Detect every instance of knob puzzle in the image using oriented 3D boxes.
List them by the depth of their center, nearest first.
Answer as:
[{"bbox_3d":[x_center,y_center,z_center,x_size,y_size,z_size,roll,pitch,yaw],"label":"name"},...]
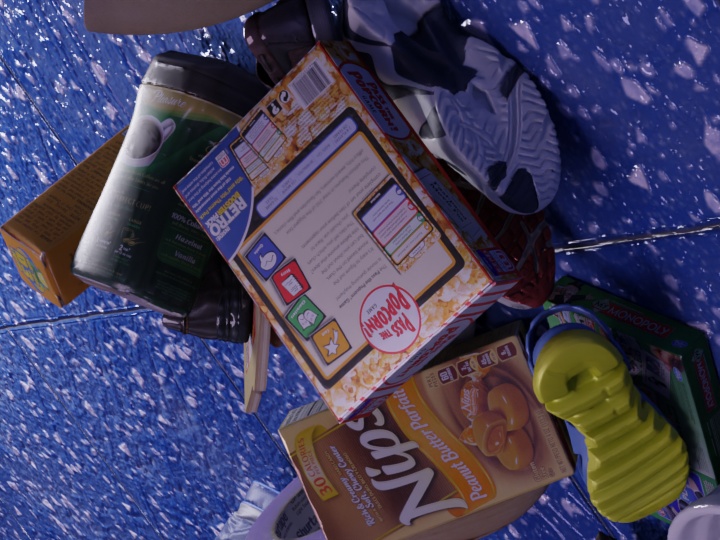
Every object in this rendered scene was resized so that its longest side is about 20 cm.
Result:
[{"bbox_3d":[-0.073,0.001,1.851,0.220,0.030,0.222,-179,90,-83],"label":"knob puzzle"}]

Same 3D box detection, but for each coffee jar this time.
[{"bbox_3d":[-0.147,-0.071,1.801,0.085,0.201,0.104,24,175,-40],"label":"coffee jar"}]

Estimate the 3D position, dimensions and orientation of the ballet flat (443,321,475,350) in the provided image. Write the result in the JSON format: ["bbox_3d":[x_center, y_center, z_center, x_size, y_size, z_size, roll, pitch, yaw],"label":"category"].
[{"bbox_3d":[0.048,0.058,1.809,0.069,0.069,0.201,40,154,18],"label":"ballet flat"}]

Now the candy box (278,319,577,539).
[{"bbox_3d":[0.052,0.129,1.738,0.055,0.199,0.116,-55,-58,-76],"label":"candy box"}]

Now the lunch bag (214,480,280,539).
[{"bbox_3d":[-0.055,0.292,2.246,0.199,0.133,0.136,24,162,41],"label":"lunch bag"}]

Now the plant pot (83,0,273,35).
[{"bbox_3d":[-0.096,-0.244,1.506,0.133,0.202,0.201,10,151,-2],"label":"plant pot"}]

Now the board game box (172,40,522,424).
[{"bbox_3d":[-0.011,-0.025,1.511,0.151,0.046,0.201,-42,75,24],"label":"board game box"}]

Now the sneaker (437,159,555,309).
[{"bbox_3d":[0.067,-0.040,1.641,0.200,0.078,0.082,44,164,30],"label":"sneaker"}]

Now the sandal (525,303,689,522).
[{"bbox_3d":[0.169,0.094,1.597,0.087,0.079,0.201,-112,-4,-52],"label":"sandal"}]

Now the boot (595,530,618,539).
[{"bbox_3d":[0.226,0.264,1.717,0.199,0.065,0.186,34,-167,32],"label":"boot"}]

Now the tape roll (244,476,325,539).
[{"bbox_3d":[0.003,0.216,1.949,0.085,0.200,0.200,54,155,-13],"label":"tape roll"}]

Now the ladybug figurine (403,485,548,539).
[{"bbox_3d":[0.062,0.145,1.806,0.072,0.198,0.137,-50,-57,-76],"label":"ladybug figurine"}]

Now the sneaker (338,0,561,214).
[{"bbox_3d":[0.053,-0.100,1.556,0.199,0.079,0.130,44,157,11],"label":"sneaker"}]

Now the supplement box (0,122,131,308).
[{"bbox_3d":[-0.196,-0.061,1.882,0.069,0.200,0.067,28,149,36],"label":"supplement box"}]

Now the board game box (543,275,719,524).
[{"bbox_3d":[0.208,0.105,1.652,0.134,0.029,0.201,25,146,43],"label":"board game box"}]

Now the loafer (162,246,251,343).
[{"bbox_3d":[-0.131,-0.013,1.899,0.200,0.072,0.073,-103,15,-59],"label":"loafer"}]

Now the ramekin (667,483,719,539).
[{"bbox_3d":[0.312,0.205,1.538,0.200,0.098,0.201,39,154,22],"label":"ramekin"}]

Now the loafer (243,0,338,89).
[{"bbox_3d":[-0.051,-0.155,1.608,0.200,0.062,0.072,104,151,-82],"label":"loafer"}]
